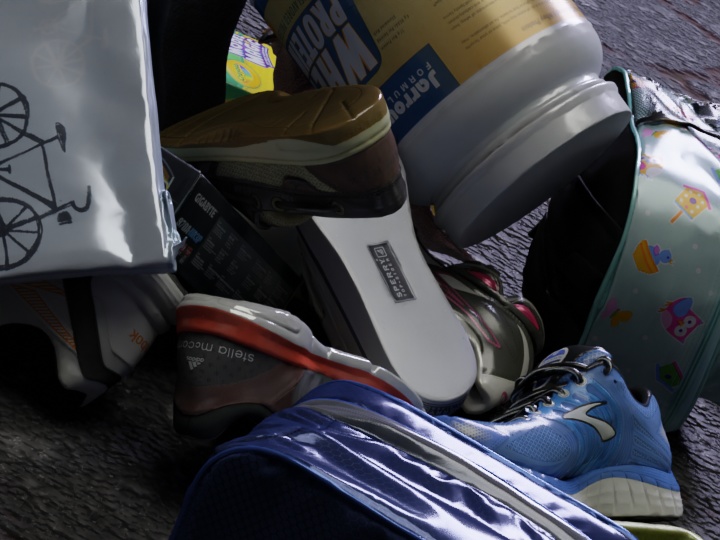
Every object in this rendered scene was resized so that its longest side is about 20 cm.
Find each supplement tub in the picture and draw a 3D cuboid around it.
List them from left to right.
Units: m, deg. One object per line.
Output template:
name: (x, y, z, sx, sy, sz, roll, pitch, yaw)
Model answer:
supplement tub: (0.043, -0.128, 1.499, 0.200, 0.145, 0.144, 53, 26, 11)

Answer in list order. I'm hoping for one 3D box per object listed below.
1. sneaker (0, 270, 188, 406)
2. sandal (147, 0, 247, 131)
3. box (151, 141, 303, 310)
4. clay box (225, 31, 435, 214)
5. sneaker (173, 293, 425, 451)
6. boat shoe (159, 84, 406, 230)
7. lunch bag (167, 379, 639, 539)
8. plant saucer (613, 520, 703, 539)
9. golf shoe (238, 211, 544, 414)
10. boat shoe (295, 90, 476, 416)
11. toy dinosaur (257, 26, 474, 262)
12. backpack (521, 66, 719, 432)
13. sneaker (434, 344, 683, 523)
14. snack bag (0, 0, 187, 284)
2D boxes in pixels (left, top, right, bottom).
sneaker: (-0.176, -0.011, 1.287, 0.199, 0.080, 0.074, 33, -11, 26)
sandal: (-0.105, -0.141, 1.560, 0.076, 0.201, 0.043, -33, 66, -34)
box: (-0.125, -0.043, 1.373, 0.159, 0.046, 0.200, 34, -5, 20)
clay box: (-0.035, -0.095, 1.726, 0.199, 0.048, 0.115, 24, 19, -10)
sneaker: (-0.038, 0.074, 1.294, 0.077, 0.082, 0.200, 7, -14, 33)
boat shoe: (-0.045, -0.051, 1.358, 0.073, 0.065, 0.200, -28, 15, -24)
lunch bag: (0.010, 0.137, 1.078, 0.199, 0.136, 0.132, 31, 20, 15)
plant saucer: (0.132, 0.189, 1.232, 0.199, 0.048, 0.200, 10, 26, -41)
golf shoe: (0.007, 0.008, 1.487, 0.199, 0.078, 0.088, 28, 26, 4)
boat shoe: (0.000, 0.000, 1.424, 0.072, 0.066, 0.201, -11, 62, -33)
toy dinosaur: (-0.008, -0.082, 1.598, 0.200, 0.136, 0.086, 37, 22, 25)
backpack: (0.175, -0.001, 1.570, 0.152, 0.177, 0.200, 22, 22, -1)
sneaker: (0.088, 0.083, 1.351, 0.078, 0.090, 0.199, -11, -12, 35)
snack bag: (-0.188, -0.072, 1.265, 0.198, 0.021, 0.190, -6, 61, -5)
